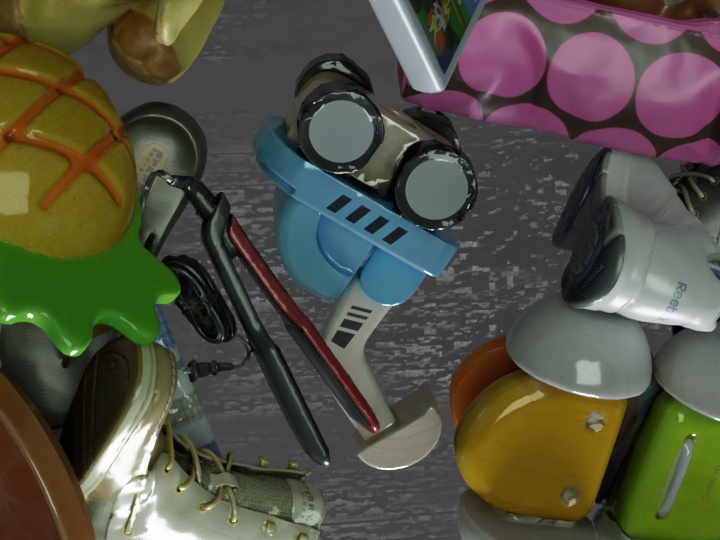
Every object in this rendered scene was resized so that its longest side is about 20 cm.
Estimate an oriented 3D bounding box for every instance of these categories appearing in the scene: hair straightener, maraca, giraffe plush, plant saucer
[{"bbox_3d":[-0.069,0.033,0.786,0.077,0.041,0.200,-37,110,-14],"label":"hair straightener"},{"bbox_3d":[-0.168,-0.042,0.718,0.137,0.107,0.200,-9,60,-46],"label":"maraca"},{"bbox_3d":[-0.106,-0.182,0.739,0.200,0.162,0.173,-8,101,-9],"label":"giraffe plush"},{"bbox_3d":[-0.207,0.121,0.769,0.032,0.200,0.200,-29,107,-40],"label":"plant saucer"}]

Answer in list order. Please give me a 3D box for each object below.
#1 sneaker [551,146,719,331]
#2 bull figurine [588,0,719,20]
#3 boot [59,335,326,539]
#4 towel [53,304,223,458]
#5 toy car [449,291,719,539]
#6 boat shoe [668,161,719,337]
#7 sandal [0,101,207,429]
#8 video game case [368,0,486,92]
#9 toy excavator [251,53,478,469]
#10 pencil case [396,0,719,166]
[{"bbox_3d":[0.162,-0.017,0.807,0.087,0.200,0.075,24,117,-5],"label":"sneaker"},{"bbox_3d":[0.143,-0.187,0.831,0.200,0.065,0.121,34,125,-22],"label":"bull figurine"},{"bbox_3d":[-0.090,0.115,0.787,0.155,0.072,0.200,12,136,-18],"label":"boot"},{"bbox_3d":[-0.176,0.078,0.843,0.147,0.024,0.200,-24,105,-9],"label":"towel"},{"bbox_3d":[0.148,0.094,0.838,0.200,0.150,0.175,11,111,-10],"label":"toy car"},{"bbox_3d":[0.228,-0.037,0.877,0.073,0.074,0.200,-4,99,-11],"label":"boat shoe"},{"bbox_3d":[-0.147,-0.002,0.795,0.082,0.055,0.200,31,91,-18],"label":"sandal"},{"bbox_3d":[0.033,-0.220,0.678,0.182,0.022,0.200,-65,146,-26],"label":"video game case"},{"bbox_3d":[0.000,0.000,0.839,0.194,0.100,0.200,30,107,-15],"label":"toy excavator"},{"bbox_3d":[0.120,-0.121,0.792,0.200,0.091,0.094,11,118,-4],"label":"pencil case"}]
